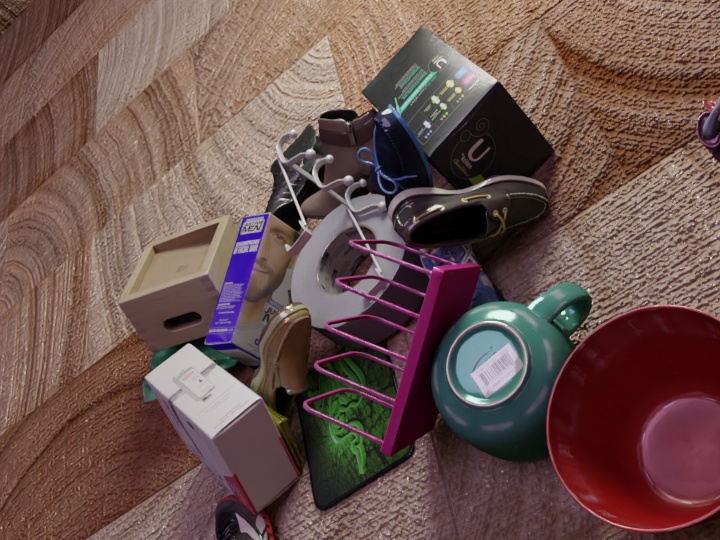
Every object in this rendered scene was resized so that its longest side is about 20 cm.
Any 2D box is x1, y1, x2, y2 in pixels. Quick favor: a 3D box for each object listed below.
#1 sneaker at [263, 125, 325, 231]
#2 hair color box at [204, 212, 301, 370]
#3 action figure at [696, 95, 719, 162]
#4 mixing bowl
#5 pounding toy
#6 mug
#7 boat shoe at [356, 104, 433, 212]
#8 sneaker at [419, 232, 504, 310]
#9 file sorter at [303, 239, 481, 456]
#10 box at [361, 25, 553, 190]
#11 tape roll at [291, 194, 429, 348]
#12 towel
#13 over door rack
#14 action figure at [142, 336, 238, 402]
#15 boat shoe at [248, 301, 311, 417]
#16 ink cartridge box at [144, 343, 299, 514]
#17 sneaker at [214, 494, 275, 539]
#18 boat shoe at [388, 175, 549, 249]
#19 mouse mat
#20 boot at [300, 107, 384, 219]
[{"bbox_3d":[-0.112,-0.135,1.376,0.201,0.060,0.104,-53,42,-4],"label":"sneaker"},{"bbox_3d":[-0.140,0.032,1.254,0.064,0.109,0.202,-8,60,40],"label":"hair color box"},{"bbox_3d":[0.399,-0.110,0.860,0.201,0.132,0.151,-107,19,-56],"label":"action figure"},{"bbox_3d":[0.278,0.145,0.776,0.199,0.108,0.202,-24,49,31],"label":"mixing bowl"},{"bbox_3d":[-0.268,0.033,1.350,0.198,0.143,0.185,-18,32,18],"label":"pounding toy"},{"bbox_3d":[0.151,0.095,0.900,0.150,0.114,0.187,0,71,30],"label":"mug"},{"bbox_3d":[0.045,-0.113,1.028,0.068,0.200,0.085,-29,57,-1],"label":"boat shoe"},{"bbox_3d":[0.112,0.010,1.049,0.076,0.077,0.201,-40,46,16],"label":"sneaker"},{"bbox_3d":[0.032,0.074,0.963,0.124,0.139,0.202,19,100,22],"label":"file sorter"},{"bbox_3d":[0.121,-0.193,1.116,0.124,0.148,0.200,-46,42,7],"label":"box"},{"bbox_3d":[0.000,0.000,1.168,0.199,0.066,0.202,-25,48,31],"label":"tape roll"},{"bbox_3d":[-0.144,0.189,1.179,0.018,0.087,0.199,-37,38,-22],"label":"towel"},{"bbox_3d":[-0.030,-0.078,1.089,0.066,0.147,0.201,-37,42,26],"label":"over door rack"},{"bbox_3d":[-0.236,0.133,1.324,0.198,0.055,0.119,-18,52,27],"label":"action figure"},{"bbox_3d":[-0.092,0.127,1.136,0.076,0.071,0.201,53,146,30],"label":"boat shoe"},{"bbox_3d":[-0.184,0.204,1.146,0.083,0.148,0.199,-37,35,-22],"label":"ink cartridge box"},{"bbox_3d":[-0.148,0.347,1.067,0.071,0.098,0.201,-48,40,11],"label":"sneaker"},{"bbox_3d":[0.134,-0.062,1.015,0.199,0.072,0.061,-8,43,-14],"label":"boat shoe"},{"bbox_3d":[-0.014,0.185,1.111,0.160,0.008,0.201,-37,43,21],"label":"mouse mat"},{"bbox_3d":[-0.026,-0.155,1.231,0.198,0.147,0.070,-7,31,31],"label":"boot"}]
